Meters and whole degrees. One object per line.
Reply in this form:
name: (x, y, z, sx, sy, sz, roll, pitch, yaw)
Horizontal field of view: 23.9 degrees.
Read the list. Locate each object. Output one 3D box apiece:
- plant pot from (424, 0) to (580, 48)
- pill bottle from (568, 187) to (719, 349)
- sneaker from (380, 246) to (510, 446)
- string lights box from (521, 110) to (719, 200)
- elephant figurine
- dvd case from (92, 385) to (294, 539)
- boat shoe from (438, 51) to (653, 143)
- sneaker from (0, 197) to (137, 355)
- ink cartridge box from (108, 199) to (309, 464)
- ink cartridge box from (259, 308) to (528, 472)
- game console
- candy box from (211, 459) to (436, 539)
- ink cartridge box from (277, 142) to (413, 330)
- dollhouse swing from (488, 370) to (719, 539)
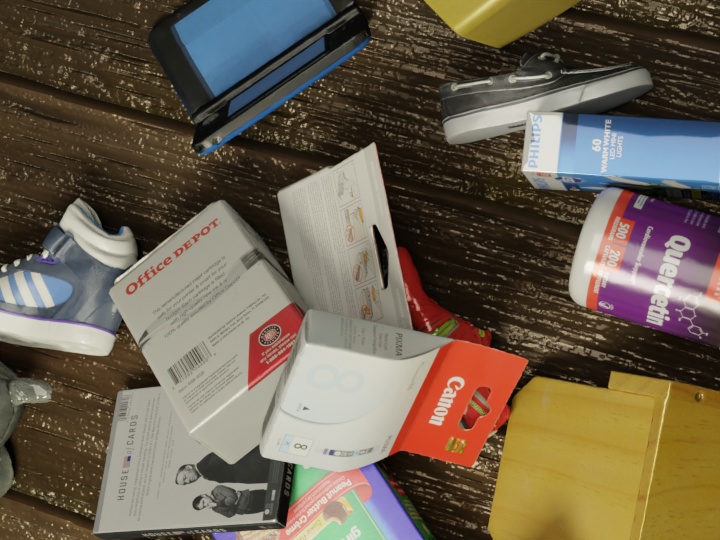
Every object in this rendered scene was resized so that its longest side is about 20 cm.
plant pot: (0.123, -0.318, 1.558, 0.176, 0.200, 0.200, -46, 76, 16)
pill bottle: (0.294, 0.003, 1.514, 0.200, 0.112, 0.113, 17, 88, 14)
sneaker: (0.078, 0.065, 1.589, 0.085, 0.077, 0.200, -22, 81, -11)
string lights box: (0.253, -0.103, 1.541, 0.200, 0.103, 0.059, 4, 85, 14)
elephant figurine: (-0.405, 0.181, 1.660, 0.141, 0.155, 0.200, 9, 98, -29)
dvd case: (-0.151, 0.174, 1.593, 0.200, 0.025, 0.151, -8, 59, 26)
boat shoe: (0.170, -0.173, 1.589, 0.200, 0.072, 0.068, -12, 82, 18)
sneaker: (-0.313, -0.002, 1.678, 0.200, 0.081, 0.147, 9, 76, 18)
ink cartridge box: (-0.125, 0.054, 1.580, 0.144, 0.084, 0.200, -38, 53, 4)
ink cartridge box: (0.027, 0.119, 1.478, 0.200, 0.160, 0.047, 14, 44, -9)
game console: (-0.103, -0.223, 1.633, 0.200, 0.171, 0.118, -34, 104, 7)
candy box: (-0.020, 0.267, 1.573, 0.169, 0.077, 0.200, -36, 77, 7)
ink cartridge box: (0.000, 0.000, 1.563, 0.176, 0.045, 0.200, -22, 76, 53)
dollhouse swing: (0.246, 0.199, 1.543, 0.181, 0.176, 0.200, 13, 85, -28)
